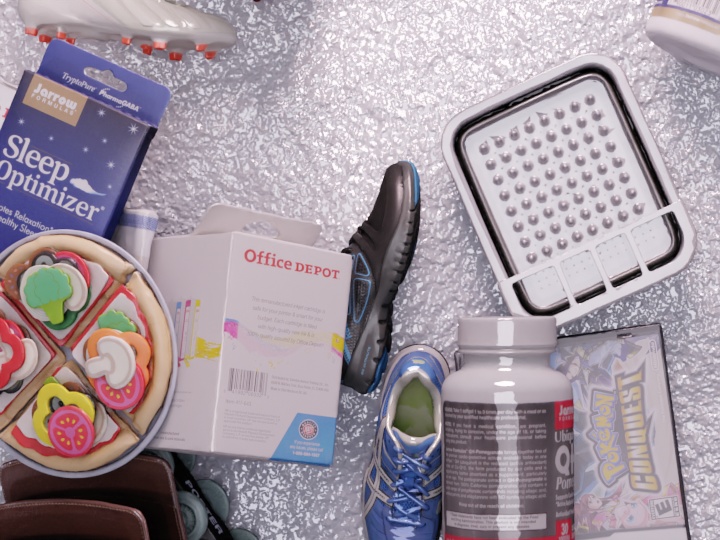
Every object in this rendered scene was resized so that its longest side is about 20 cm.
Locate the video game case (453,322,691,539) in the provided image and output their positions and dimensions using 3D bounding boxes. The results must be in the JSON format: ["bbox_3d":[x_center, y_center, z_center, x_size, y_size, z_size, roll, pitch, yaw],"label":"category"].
[{"bbox_3d":[0.181,0.157,1.521,0.178,0.025,0.203,-8,88,6],"label":"video game case"}]

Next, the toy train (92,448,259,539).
[{"bbox_3d":[-0.168,0.226,1.532,0.114,0.085,0.201,-36,86,14],"label":"toy train"}]

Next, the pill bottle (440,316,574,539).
[{"bbox_3d":[0.120,0.139,1.459,0.109,0.111,0.203,-1,90,6],"label":"pill bottle"}]

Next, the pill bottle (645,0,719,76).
[{"bbox_3d":[0.323,-0.265,1.469,0.110,0.111,0.202,24,92,6],"label":"pill bottle"}]

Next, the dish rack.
[{"bbox_3d":[0.176,-0.066,1.516,0.170,0.044,0.202,-24,87,6],"label":"dish rack"}]

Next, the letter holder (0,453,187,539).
[{"bbox_3d":[-0.248,0.230,1.478,0.198,0.100,0.144,-6,98,34],"label":"letter holder"}]

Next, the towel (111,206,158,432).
[{"bbox_3d":[-0.206,0.044,1.512,0.024,0.147,0.203,6,89,-22],"label":"towel"}]

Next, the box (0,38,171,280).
[{"bbox_3d":[-0.248,-0.081,1.478,0.120,0.032,0.202,23,92,9],"label":"box"}]

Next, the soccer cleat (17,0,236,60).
[{"bbox_3d":[-0.202,-0.231,1.548,0.197,0.069,0.079,8,87,9],"label":"soccer cleat"}]

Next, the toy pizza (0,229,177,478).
[{"bbox_3d":[-0.241,0.069,1.438,0.198,0.032,0.203,2,94,20],"label":"toy pizza"}]

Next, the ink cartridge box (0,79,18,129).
[{"bbox_3d":[-0.330,-0.064,1.548,0.144,0.084,0.202,24,92,6],"label":"ink cartridge box"}]

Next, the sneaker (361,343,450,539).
[{"bbox_3d":[0.037,0.165,1.510,0.075,0.077,0.203,2,91,4],"label":"sneaker"}]

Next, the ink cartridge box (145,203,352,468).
[{"bbox_3d":[-0.098,0.053,1.472,0.125,0.128,0.203,-3,78,50],"label":"ink cartridge box"}]

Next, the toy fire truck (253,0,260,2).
[{"bbox_3d":[-0.098,-0.326,1.485,0.112,0.168,0.201,-36,86,4],"label":"toy fire truck"}]

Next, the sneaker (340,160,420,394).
[{"bbox_3d":[0.000,0.000,1.518,0.081,0.073,0.202,16,90,7],"label":"sneaker"}]
